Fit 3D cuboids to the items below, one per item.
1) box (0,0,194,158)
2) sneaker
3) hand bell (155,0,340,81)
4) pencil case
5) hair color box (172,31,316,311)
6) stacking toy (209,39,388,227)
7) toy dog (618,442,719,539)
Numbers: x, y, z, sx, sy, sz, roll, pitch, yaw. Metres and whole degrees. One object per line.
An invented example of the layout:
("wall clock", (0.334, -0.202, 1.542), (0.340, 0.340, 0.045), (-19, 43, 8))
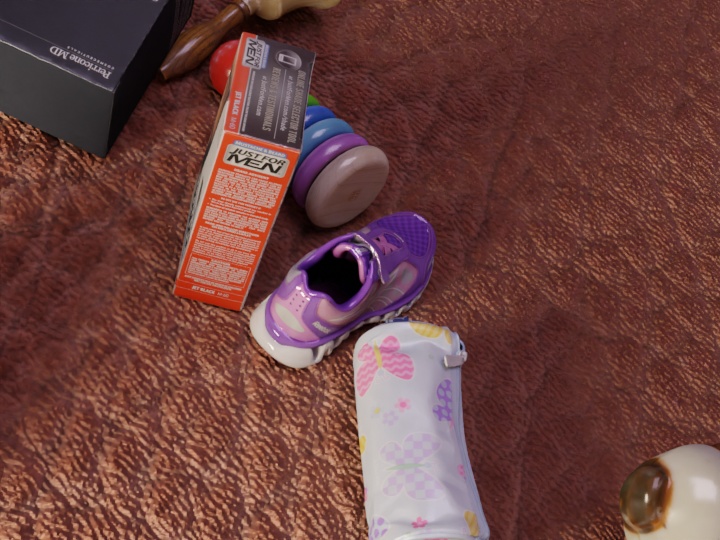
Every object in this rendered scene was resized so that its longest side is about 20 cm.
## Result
("box", (-0.264, -0.227, 1.255), (0.200, 0.104, 0.182), (25, 58, 0))
("sneaker", (0.000, 0.000, 1.211), (0.080, 0.089, 0.200), (42, 49, 15))
("hand bell", (-0.118, -0.238, 1.371), (0.104, 0.104, 0.200), (41, 63, 12))
("pencil case", (0.044, 0.135, 1.123), (0.091, 0.083, 0.200), (-5, 54, 2))
("hair color box", (-0.093, -0.073, 1.156), (0.064, 0.200, 0.111), (15, 49, -10))
("stacking toy", (-0.067, -0.131, 1.299), (0.085, 0.085, 0.200), (-25, 61, -35))
("toy dog", (0.257, 0.226, 1.073), (0.139, 0.194, 0.200), (-16, 67, -17))
